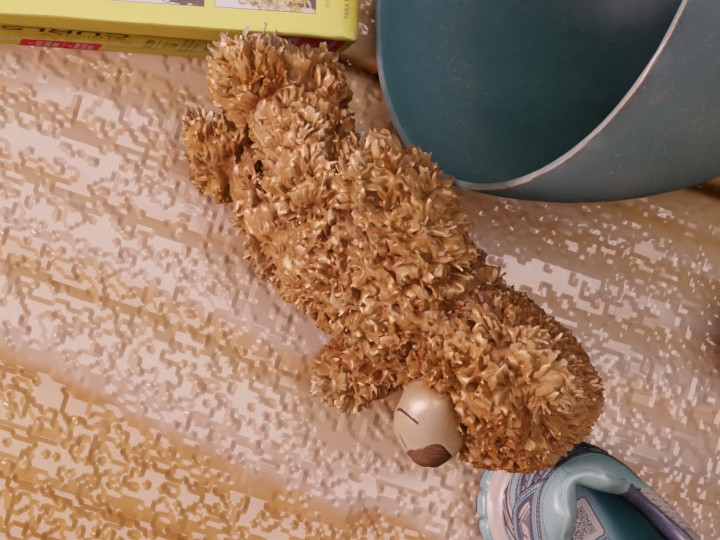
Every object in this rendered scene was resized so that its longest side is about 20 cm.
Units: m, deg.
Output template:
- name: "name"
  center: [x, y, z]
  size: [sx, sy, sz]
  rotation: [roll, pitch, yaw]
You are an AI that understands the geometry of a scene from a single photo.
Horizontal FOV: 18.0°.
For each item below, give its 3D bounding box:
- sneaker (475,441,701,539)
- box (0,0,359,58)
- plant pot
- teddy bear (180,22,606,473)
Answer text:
- name: "sneaker"
  center: [0.121, 0.150, 0.876]
  size: [0.078, 0.086, 0.200]
  rotation: [-42, 94, -13]
- name: "box"
  center: [-0.103, -0.111, 0.862]
  size: [0.198, 0.075, 0.051]
  rotation: [2, 86, -13]
- name: "plant pot"
  center: [0.116, -0.112, 0.863]
  size: [0.134, 0.200, 0.202]
  rotation: [15, 80, -33]
- name: "teddy bear"
  center: [0.000, 0.000, 0.835]
  size: [0.067, 0.145, 0.201]
  rotation: [-33, 90, -36]
